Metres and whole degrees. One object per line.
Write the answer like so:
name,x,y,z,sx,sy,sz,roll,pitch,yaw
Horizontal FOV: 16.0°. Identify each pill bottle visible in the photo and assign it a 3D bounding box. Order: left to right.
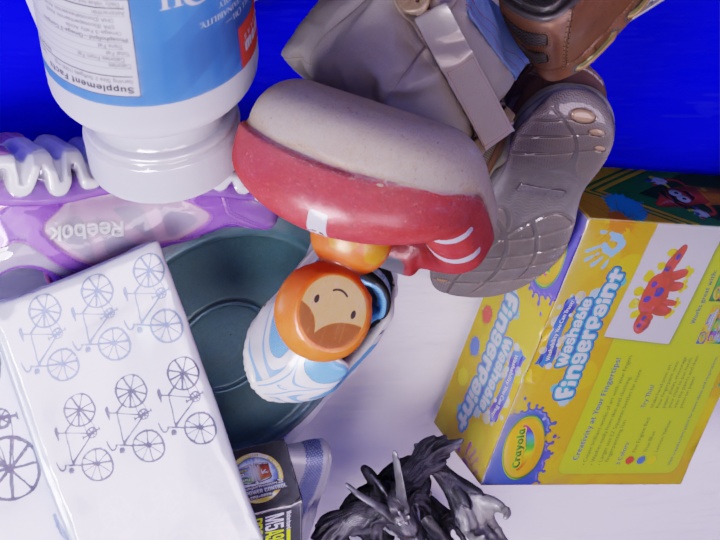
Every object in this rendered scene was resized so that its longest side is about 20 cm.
pill bottle,-0.108,-0.138,1.283,0.111,0.112,0.201,-19,132,-16

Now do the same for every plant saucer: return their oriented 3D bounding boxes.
plant saucer,-0.084,0.040,1.507,0.199,0.027,0.201,-14,125,-20

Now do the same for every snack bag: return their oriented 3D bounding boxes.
snack bag,-0.171,0.101,1.382,0.199,0.021,0.190,-20,107,-7

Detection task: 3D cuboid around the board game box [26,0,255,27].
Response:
board game box,-0.089,-0.192,1.353,0.199,0.035,0.127,-27,133,-9

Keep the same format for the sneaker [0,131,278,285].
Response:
sneaker,-0.140,-0.027,1.406,0.199,0.080,0.089,1,102,-24

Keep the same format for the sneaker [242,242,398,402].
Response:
sneaker,0.000,0.000,1.459,0.072,0.201,0.072,-10,126,35

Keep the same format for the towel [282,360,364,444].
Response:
towel,-0.089,0.045,1.539,0.147,0.024,0.200,-48,132,9

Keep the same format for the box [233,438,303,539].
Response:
box,-0.115,0.180,1.514,0.159,0.045,0.200,-14,151,-9

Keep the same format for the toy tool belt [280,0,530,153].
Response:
toy tool belt,0.048,-0.127,1.416,0.123,0.124,0.200,-58,157,-1

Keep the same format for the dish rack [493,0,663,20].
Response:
dish rack,0.140,-0.218,1.458,0.171,0.044,0.201,-31,132,-4

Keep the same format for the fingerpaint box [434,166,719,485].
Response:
fingerpaint box,0.160,0.036,1.638,0.166,0.073,0.201,2,122,-31

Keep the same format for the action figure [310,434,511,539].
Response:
action figure,0.035,0.169,1.602,0.119,0.102,0.200,-41,166,-6

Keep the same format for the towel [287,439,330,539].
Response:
towel,-0.118,0.158,1.557,0.198,0.024,0.147,-10,152,-18

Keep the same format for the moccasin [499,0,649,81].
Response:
moccasin,0.157,-0.186,1.395,0.202,0.073,0.078,-54,145,-18

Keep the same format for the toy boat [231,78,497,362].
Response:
toy boat,-0.006,-0.016,1.328,0.200,0.130,0.132,54,54,-77

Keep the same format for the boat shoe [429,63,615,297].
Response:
boat shoe,0.096,-0.058,1.529,0.075,0.072,0.200,13,139,-19
